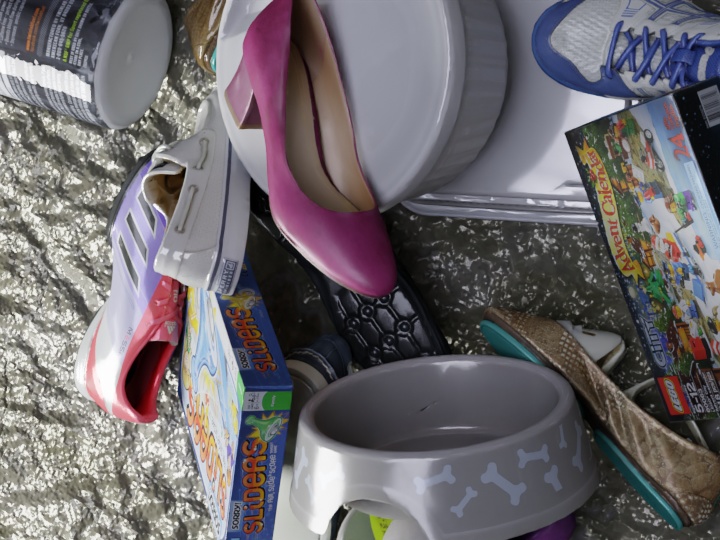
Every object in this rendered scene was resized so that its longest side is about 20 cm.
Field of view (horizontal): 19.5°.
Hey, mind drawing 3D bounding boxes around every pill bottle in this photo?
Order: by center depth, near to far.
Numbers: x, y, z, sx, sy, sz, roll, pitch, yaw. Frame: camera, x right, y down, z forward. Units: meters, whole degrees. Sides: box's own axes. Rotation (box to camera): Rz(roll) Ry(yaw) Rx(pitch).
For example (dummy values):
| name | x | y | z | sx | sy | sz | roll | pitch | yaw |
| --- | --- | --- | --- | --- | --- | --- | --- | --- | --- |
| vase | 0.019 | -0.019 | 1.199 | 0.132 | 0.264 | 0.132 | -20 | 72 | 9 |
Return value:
| name | x | y | z | sx | sy | sz | roll | pitch | yaw |
| --- | --- | --- | --- | --- | --- | --- | --- | --- | --- |
| pill bottle | -0.244 | -0.178 | 1.521 | 0.199 | 0.106 | 0.107 | 19 | 100 | 21 |

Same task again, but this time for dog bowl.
| name | x | y | z | sx | sy | sz | roll | pitch | yaw |
| --- | --- | --- | --- | --- | --- | --- | --- | --- | --- |
| dog bowl | 0.050 | 0.109 | 1.325 | 0.198 | 0.200 | 0.059 | 1 | 109 | 23 |

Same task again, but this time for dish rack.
| name | x | y | z | sx | sy | sz | roll | pitch | yaw |
| --- | --- | --- | --- | --- | --- | --- | --- | --- | --- |
| dish rack | 0.105 | -0.118 | 1.408 | 0.198 | 0.043 | 0.173 | 4 | 96 | 24 |

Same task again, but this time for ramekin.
| name | x | y | z | sx | sy | sz | roll | pitch | yaw |
| --- | --- | --- | --- | --- | --- | --- | --- | --- | --- |
| ramekin | 0.007 | -0.136 | 1.377 | 0.201 | 0.094 | 0.204 | 3 | 95 | 38 |

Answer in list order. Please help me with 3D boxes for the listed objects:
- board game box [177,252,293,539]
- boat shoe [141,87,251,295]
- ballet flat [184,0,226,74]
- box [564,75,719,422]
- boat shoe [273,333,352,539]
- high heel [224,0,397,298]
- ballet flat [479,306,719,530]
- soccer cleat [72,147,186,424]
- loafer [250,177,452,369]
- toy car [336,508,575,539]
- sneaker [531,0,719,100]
| name | x | y | z | sx | sy | sz | roll | pitch | yaw |
| --- | --- | --- | --- | --- | --- | --- | --- | --- | --- |
| board game box | -0.087 | 0.080 | 1.414 | 0.034 | 0.200 | 0.136 | 0 | 119 | -15 |
| boat shoe | -0.114 | -0.062 | 1.430 | 0.069 | 0.201 | 0.071 | 11 | 131 | -11 |
| ballet flat | -0.063 | -0.230 | 1.471 | 0.072 | 0.068 | 0.201 | 49 | 115 | 34 |
| box | 0.205 | -0.008 | 1.295 | 0.136 | 0.037 | 0.202 | -17 | 94 | 66 |
| boat shoe | -0.037 | 0.132 | 1.458 | 0.074 | 0.062 | 0.201 | 20 | 128 | 27 |
| high heel | -0.021 | -0.080 | 1.296 | 0.201 | 0.067 | 0.096 | 55 | 133 | 26 |
| ballet flat | 0.167 | 0.083 | 1.392 | 0.065 | 0.071 | 0.200 | -42 | 78 | -8 |
| soccer cleat | -0.148 | 0.012 | 1.505 | 0.073 | 0.068 | 0.202 | 30 | 109 | 40 |
| loafer | 0.000 | 0.000 | 1.446 | 0.068 | 0.070 | 0.201 | -41 | 83 | 23 |
| toy car | 0.085 | 0.210 | 1.385 | 0.149 | 0.175 | 0.201 | -28 | 92 | -15 |
| sneaker | 0.205 | -0.137 | 1.312 | 0.198 | 0.088 | 0.076 | 8 | 97 | 5 |
